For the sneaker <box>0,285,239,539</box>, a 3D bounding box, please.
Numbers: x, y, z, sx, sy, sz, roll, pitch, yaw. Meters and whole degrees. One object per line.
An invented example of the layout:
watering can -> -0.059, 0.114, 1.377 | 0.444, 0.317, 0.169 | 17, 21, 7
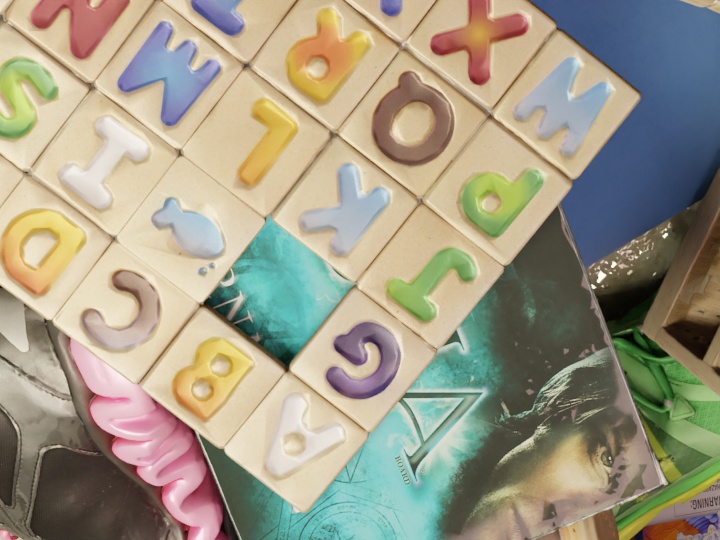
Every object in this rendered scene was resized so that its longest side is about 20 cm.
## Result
sneaker -> -0.094, 0.071, 0.934 | 0.095, 0.079, 0.201 | -14, 133, 4

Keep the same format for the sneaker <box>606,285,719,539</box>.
sneaker -> 0.093, 0.054, 1.030 | 0.200, 0.074, 0.084 | -46, 140, 6

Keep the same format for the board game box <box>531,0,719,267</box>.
board game box -> 0.044, -0.065, 0.933 | 0.199, 0.039, 0.159 | -30, 129, -13

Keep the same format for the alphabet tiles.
alphabet tiles -> -0.044, -0.048, 0.824 | 0.200, 0.008, 0.167 | 37, 101, -9

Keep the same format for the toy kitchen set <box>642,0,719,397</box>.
toy kitchen set -> 0.127, -0.034, 0.865 | 0.199, 0.163, 0.181 | 14, 109, -36

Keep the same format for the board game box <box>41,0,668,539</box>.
board game box -> 0.000, 0.000, 0.860 | 0.135, 0.028, 0.201 | -22, 102, 0

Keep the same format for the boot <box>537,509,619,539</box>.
boot -> 0.016, 0.149, 1.010 | 0.165, 0.073, 0.201 | -3, 141, 2

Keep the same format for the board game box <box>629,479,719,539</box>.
board game box -> 0.186, 0.138, 1.134 | 0.199, 0.045, 0.135 | -7, 94, -30
